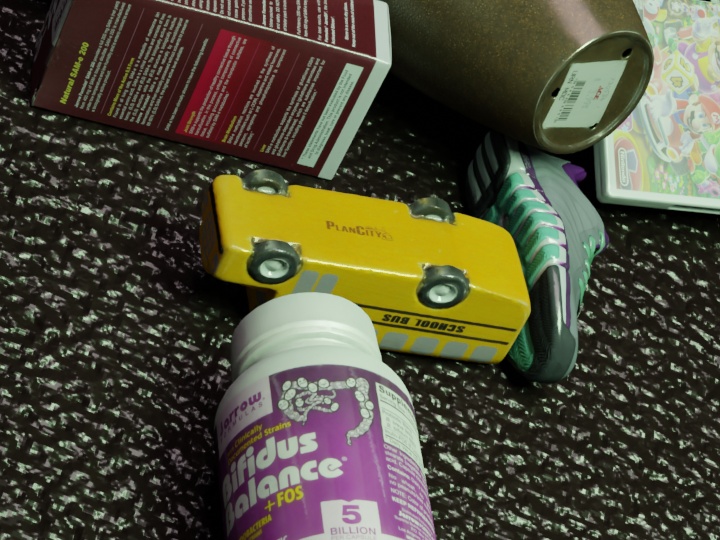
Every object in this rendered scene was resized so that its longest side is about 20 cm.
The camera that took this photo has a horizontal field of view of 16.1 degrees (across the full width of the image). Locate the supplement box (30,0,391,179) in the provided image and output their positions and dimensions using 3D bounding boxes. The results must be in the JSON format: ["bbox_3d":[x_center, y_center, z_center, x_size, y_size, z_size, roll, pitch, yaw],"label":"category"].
[{"bbox_3d":[-0.092,-0.133,1.557,0.198,0.109,0.061,14,44,-17],"label":"supplement box"}]

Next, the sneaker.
[{"bbox_3d":[0.127,-0.009,1.582,0.087,0.075,0.201,14,43,-23],"label":"sneaker"}]

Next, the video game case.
[{"bbox_3d":[0.242,-0.108,1.688,0.198,0.018,0.145,5,74,-25],"label":"video game case"}]

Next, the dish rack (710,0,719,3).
[{"bbox_3d":[0.300,-0.280,1.851,0.043,0.201,0.172,7,37,37],"label":"dish rack"}]

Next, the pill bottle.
[{"bbox_3d":[-0.021,0.112,1.348,0.111,0.113,0.201,9,44,-20],"label":"pill bottle"}]

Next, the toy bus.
[{"bbox_3d":[0.000,0.000,1.497,0.198,0.079,0.065,8,46,-21],"label":"toy bus"}]

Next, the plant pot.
[{"bbox_3d":[0.089,-0.169,1.611,0.186,0.188,0.200,-10,45,-35],"label":"plant pot"}]
